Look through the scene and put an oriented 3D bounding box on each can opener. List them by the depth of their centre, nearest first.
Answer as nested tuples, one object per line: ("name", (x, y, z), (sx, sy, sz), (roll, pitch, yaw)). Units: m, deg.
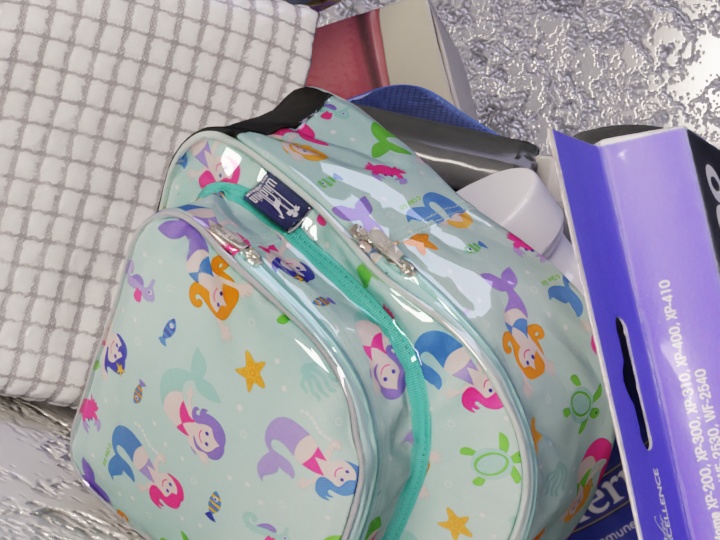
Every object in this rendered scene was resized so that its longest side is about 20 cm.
("can opener", (0.067, -0.043, 0.979), (0.198, 0.053, 0.067), (10, 39, 4))

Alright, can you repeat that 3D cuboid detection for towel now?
("towel", (-0.119, -0.040, 0.928), (0.164, 0.202, 0.085), (11, 4, -32))

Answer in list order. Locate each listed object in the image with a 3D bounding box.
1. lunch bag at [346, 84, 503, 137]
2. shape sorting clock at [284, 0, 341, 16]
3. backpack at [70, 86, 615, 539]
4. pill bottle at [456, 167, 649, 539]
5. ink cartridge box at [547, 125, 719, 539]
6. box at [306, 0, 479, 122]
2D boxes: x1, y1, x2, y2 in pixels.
("lunch bag", (0.000, 0.000, 1.084), (0.199, 0.133, 0.136), (-19, 35, -25))
("shape sorting clock", (-0.102, -0.134, 1.172), (0.198, 0.040, 0.200), (-20, 1, 0))
("backpack", (-0.006, 0.048, 0.808), (0.199, 0.178, 0.150), (34, 36, 15))
("pill bottle", (0.092, 0.061, 0.921), (0.201, 0.115, 0.116), (55, 2, -14))
("ink cartridge box", (0.147, 0.046, 0.829), (0.043, 0.200, 0.200), (-17, -14, 25))
("box", (-0.027, -0.076, 1.285), (0.198, 0.110, 0.128), (-17, -15, 8))
